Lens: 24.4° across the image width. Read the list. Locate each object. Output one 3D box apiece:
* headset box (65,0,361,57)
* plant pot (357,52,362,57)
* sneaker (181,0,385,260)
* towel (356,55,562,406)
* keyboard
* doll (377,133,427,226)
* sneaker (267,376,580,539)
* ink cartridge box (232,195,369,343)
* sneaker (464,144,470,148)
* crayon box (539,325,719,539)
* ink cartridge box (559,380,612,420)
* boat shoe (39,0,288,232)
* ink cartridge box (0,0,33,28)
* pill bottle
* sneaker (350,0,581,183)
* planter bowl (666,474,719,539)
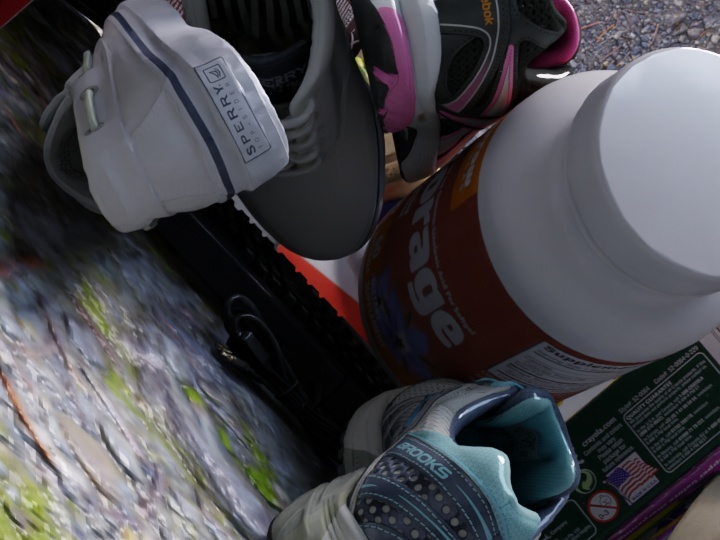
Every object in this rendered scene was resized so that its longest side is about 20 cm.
[{"bbox_3d":[-0.102,-0.151,0.714,0.148,0.075,0.200,31,-3,32],"label":"headset box"},{"bbox_3d":[0.004,-0.172,1.224,0.200,0.187,0.187,37,9,1],"label":"plant pot"},{"bbox_3d":[-0.036,-0.072,0.646,0.071,0.073,0.200,-87,164,-49],"label":"sneaker"},{"bbox_3d":[0.051,-0.021,0.876,0.200,0.018,0.086,55,-13,24],"label":"towel"},{"bbox_3d":[-0.014,0.038,0.682,0.200,0.021,0.127,47,17,-20],"label":"keyboard"},{"bbox_3d":[0.051,0.033,0.825,0.137,0.048,0.200,-94,159,-66],"label":"doll"},{"bbox_3d":[0.040,0.075,0.579,0.078,0.086,0.200,56,15,-3],"label":"sneaker"},{"bbox_3d":[0.000,0.000,0.845,0.162,0.050,0.200,40,12,-48],"label":"ink cartridge box"},{"bbox_3d":[0.090,-0.002,0.940,0.200,0.086,0.078,-114,-170,-50],"label":"sneaker"},{"bbox_3d":[0.153,0.081,0.791,0.058,0.200,0.173,52,8,20],"label":"crayon box"},{"bbox_3d":[0.083,0.012,1.090,0.146,0.084,0.200,41,14,-48],"label":"ink cartridge box"},{"bbox_3d":[-0.082,-0.054,0.584,0.074,0.067,0.200,63,-9,-10],"label":"boat shoe"},{"bbox_3d":[-0.121,-0.200,0.545,0.176,0.200,0.084,54,10,26],"label":"ink cartridge box"},{"bbox_3d":[0.082,-0.011,0.654,0.112,0.112,0.200,51,-26,0],"label":"pill bottle"},{"bbox_3d":[0.049,-0.084,0.686,0.200,0.086,0.081,-36,113,-86],"label":"sneaker"},{"bbox_3d":[0.183,0.170,0.708,0.135,0.201,0.200,29,1,21],"label":"planter bowl"}]
